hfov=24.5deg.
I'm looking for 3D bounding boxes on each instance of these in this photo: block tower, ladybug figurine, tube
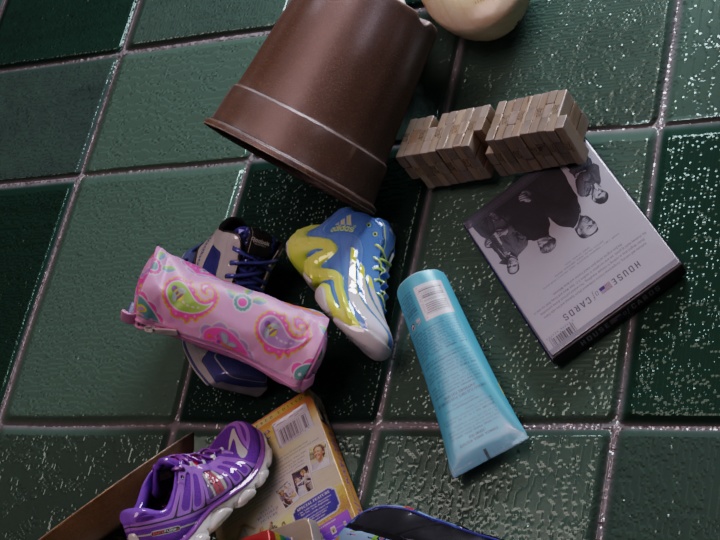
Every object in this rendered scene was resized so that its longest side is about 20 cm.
[{"bbox_3d":[0.135,-0.130,1.656,0.198,0.054,0.058,-6,50,38],"label":"block tower"},{"bbox_3d":[0.129,-0.323,1.789,0.134,0.072,0.202,-21,52,19],"label":"ladybug figurine"},{"bbox_3d":[0.089,0.092,1.560,0.077,0.050,0.201,-32,54,16],"label":"tube"}]

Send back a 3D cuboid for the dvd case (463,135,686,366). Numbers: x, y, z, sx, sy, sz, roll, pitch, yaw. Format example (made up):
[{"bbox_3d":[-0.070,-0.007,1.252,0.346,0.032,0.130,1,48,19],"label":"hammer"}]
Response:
[{"bbox_3d":[0.200,-0.023,1.584,0.150,0.025,0.201,-36,49,7],"label":"dvd case"}]

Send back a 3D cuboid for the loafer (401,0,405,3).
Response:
[{"bbox_3d":[0.012,-0.293,1.831,0.067,0.076,0.201,-3,50,-17],"label":"loafer"}]

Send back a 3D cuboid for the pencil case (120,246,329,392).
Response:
[{"bbox_3d":[-0.129,0.050,1.611,0.198,0.088,0.088,21,69,-1],"label":"pencil case"}]

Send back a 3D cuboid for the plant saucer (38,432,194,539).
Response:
[{"bbox_3d":[-0.236,0.230,1.622,0.199,0.200,0.036,-36,87,8],"label":"plant saucer"}]

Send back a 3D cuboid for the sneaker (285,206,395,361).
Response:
[{"bbox_3d":[0.000,0.000,1.663,0.105,0.076,0.200,-41,47,2],"label":"sneaker"}]

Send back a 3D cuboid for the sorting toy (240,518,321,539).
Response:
[{"bbox_3d":[-0.119,0.345,1.492,0.198,0.069,0.201,-22,65,19],"label":"sorting toy"}]

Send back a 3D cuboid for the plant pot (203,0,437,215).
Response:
[{"bbox_3d":[-0.028,-0.190,1.694,0.199,0.200,0.200,28,90,41],"label":"plant pot"}]

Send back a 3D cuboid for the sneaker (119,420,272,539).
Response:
[{"bbox_3d":[-0.152,0.195,1.548,0.080,0.084,0.200,-14,21,34],"label":"sneaker"}]

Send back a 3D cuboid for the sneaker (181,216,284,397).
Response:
[{"bbox_3d":[-0.129,0.019,1.701,0.115,0.080,0.201,-52,39,37],"label":"sneaker"}]

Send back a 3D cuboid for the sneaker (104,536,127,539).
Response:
[{"bbox_3d":[-0.289,0.349,1.630,0.087,0.074,0.201,9,63,48],"label":"sneaker"}]

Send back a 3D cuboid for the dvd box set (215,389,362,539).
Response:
[{"bbox_3d":[-0.073,0.231,1.591,0.146,0.029,0.201,-33,50,11],"label":"dvd box set"}]

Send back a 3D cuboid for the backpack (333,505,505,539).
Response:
[{"bbox_3d":[0.053,0.301,1.396,0.198,0.135,0.184,15,70,37],"label":"backpack"}]
